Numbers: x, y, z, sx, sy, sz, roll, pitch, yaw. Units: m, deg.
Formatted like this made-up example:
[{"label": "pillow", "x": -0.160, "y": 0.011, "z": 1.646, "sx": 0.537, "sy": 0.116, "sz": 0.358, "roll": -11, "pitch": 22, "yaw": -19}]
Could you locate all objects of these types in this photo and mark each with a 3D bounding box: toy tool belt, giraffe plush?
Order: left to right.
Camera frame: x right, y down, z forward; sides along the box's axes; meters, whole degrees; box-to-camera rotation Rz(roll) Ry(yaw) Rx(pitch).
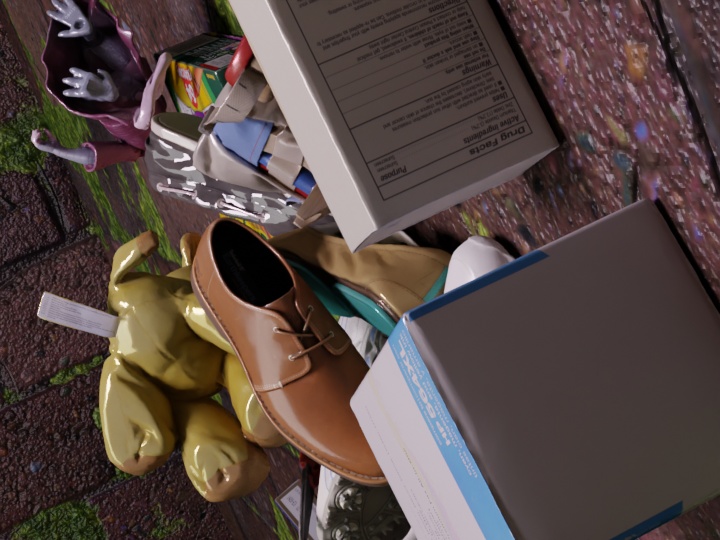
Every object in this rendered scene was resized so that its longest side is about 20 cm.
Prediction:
[{"label": "giraffe plush", "x": -0.121, "y": 0.055, "z": 1.032, "sx": 0.200, "sy": 0.173, "sz": 0.162, "roll": 34, "pitch": -169, "yaw": 2}, {"label": "toy tool belt", "x": -0.024, "y": -0.091, "z": 0.851, "sx": 0.123, "sy": 0.125, "sz": 0.200, "roll": 28, "pitch": 170, "yaw": -5}]

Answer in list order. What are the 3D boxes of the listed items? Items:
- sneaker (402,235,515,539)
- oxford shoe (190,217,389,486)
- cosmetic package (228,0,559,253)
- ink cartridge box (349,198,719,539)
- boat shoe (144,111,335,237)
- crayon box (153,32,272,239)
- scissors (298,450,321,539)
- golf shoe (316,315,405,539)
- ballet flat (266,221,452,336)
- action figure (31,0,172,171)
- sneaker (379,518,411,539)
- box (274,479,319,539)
[{"label": "sneaker", "x": 0.059, "y": 0.080, "z": 0.798, "sx": 0.076, "sy": 0.080, "sz": 0.200, "roll": -142, "pitch": 47, "yaw": -69}, {"label": "oxford shoe", "x": -0.039, "y": 0.050, "z": 0.861, "sx": 0.200, "sy": 0.071, "sz": 0.071, "roll": 48, "pitch": 159, "yaw": 13}, {"label": "cosmetic package", "x": 0.002, "y": -0.122, "z": 0.681, "sx": 0.200, "sy": 0.103, "sz": 0.073, "roll": 65, "pitch": 167, "yaw": 3}, {"label": "ink cartridge box", "x": 0.083, "y": 0.074, "z": 0.662, "sx": 0.125, "sy": 0.128, "sz": 0.200, "roll": 62, "pitch": 165, "yaw": 11}, {"label": "boat shoe", "x": -0.069, "y": -0.054, "z": 0.988, "sx": 0.200, "sy": 0.067, "sz": 0.057, "roll": 25, "pitch": 119, "yaw": 23}, {"label": "crayon box", "x": -0.089, "y": -0.098, "z": 1.124, "sx": 0.200, "sy": 0.058, "sz": 0.173, "roll": 30, "pitch": 142, "yaw": 66}, {"label": "scissors", "x": -0.041, "y": 0.145, "z": 1.018, "sx": 0.200, "sy": 0.014, "sz": 0.073, "roll": -28, "pitch": -79, "yaw": -82}, {"label": "golf shoe", "x": 0.003, "y": 0.097, "z": 0.968, "sx": 0.097, "sy": 0.078, "sz": 0.200, "roll": 34, "pitch": 113, "yaw": 49}, {"label": "ballet flat", "x": 0.000, "y": 0.000, "z": 0.890, "sx": 0.069, "sy": 0.063, "sz": 0.200, "roll": 48, "pitch": 166, "yaw": -29}, {"label": "action figure", "x": -0.193, "y": -0.148, "z": 1.169, "sx": 0.149, "sy": 0.134, "sz": 0.200, "roll": 14, "pitch": 161, "yaw": 17}, {"label": "sneaker", "x": 0.045, "y": 0.217, "z": 1.126, "sx": 0.200, "sy": 0.076, "sz": 0.081, "roll": 49, "pitch": 168, "yaw": 50}, {"label": "box", "x": 0.017, "y": 0.258, "z": 1.094, "sx": 0.121, "sy": 0.032, "sz": 0.200, "roll": 37, "pitch": 164, "yaw": 54}]
